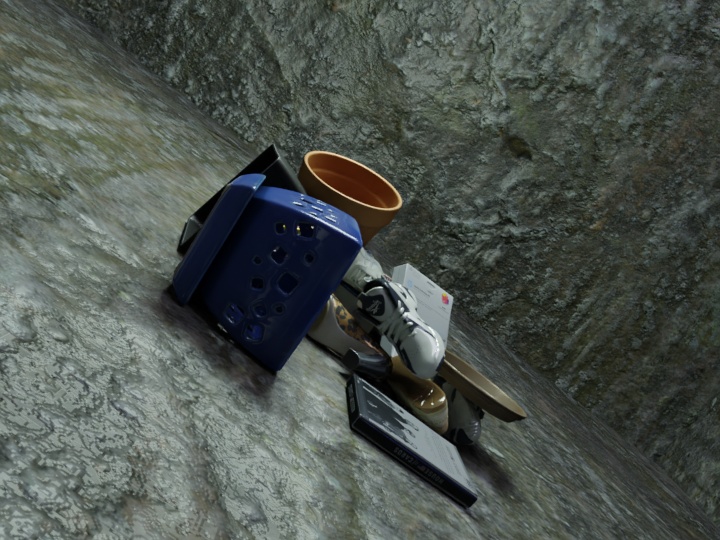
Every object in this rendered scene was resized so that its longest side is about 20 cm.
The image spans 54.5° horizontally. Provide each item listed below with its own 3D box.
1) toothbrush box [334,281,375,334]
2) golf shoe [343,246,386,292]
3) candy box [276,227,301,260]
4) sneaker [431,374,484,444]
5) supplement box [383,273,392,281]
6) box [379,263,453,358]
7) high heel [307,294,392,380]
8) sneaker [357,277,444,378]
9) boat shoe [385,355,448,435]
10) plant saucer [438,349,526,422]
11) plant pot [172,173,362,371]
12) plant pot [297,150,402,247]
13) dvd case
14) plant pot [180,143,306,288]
[{"bbox_3d":[-0.031,0.059,1.334,0.146,0.085,0.200,39,6,1],"label":"toothbrush box"},{"bbox_3d":[0.000,0.000,1.232,0.097,0.078,0.200,48,12,20],"label":"golf shoe"},{"bbox_3d":[-0.123,-0.025,1.059,0.200,0.102,0.026,9,22,-24],"label":"candy box"},{"bbox_3d":[0.186,0.250,1.226,0.129,0.080,0.199,25,3,-27],"label":"sneaker"},{"bbox_3d":[0.005,0.027,1.588,0.200,0.061,0.109,34,-18,12],"label":"supplement box"},{"bbox_3d":[0.111,0.110,1.364,0.041,0.200,0.156,-14,-37,41],"label":"box"},{"bbox_3d":[-0.027,0.099,1.161,0.200,0.071,0.143,53,13,30],"label":"high heel"},{"bbox_3d":[0.052,0.083,1.133,0.129,0.079,0.199,27,32,-38],"label":"sneaker"},{"bbox_3d":[0.090,0.202,1.160,0.200,0.071,0.065,-126,-162,-66],"label":"boat shoe"},{"bbox_3d":[0.197,0.198,1.205,0.200,0.029,0.200,35,5,-4],"label":"plant saucer"},{"bbox_3d":[-0.126,-0.017,0.926,0.180,0.200,0.200,31,9,-9],"label":"plant pot"},{"bbox_3d":[-0.042,-0.113,1.311,0.200,0.140,0.200,24,25,-12],"label":"plant pot"},{"bbox_3d":[0.067,0.233,0.974,0.200,0.025,0.150,38,7,-10],"label":"dvd case"},{"bbox_3d":[-0.154,-0.069,1.149,0.177,0.200,0.200,47,4,-19],"label":"plant pot"}]
